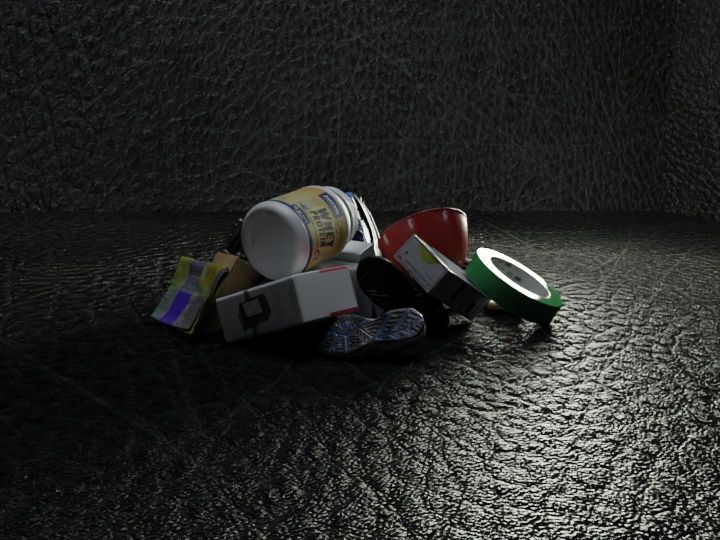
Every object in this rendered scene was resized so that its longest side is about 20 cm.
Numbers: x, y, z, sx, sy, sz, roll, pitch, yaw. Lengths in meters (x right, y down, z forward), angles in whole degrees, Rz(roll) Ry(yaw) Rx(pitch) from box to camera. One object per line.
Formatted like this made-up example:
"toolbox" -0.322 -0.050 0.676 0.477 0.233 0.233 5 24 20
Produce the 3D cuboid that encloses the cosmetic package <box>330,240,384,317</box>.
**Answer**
"cosmetic package" -0.048 0.009 1.736 0.200 0.151 0.052 10 35 37

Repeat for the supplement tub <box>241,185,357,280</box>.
"supplement tub" -0.108 -0.075 1.565 0.144 0.145 0.200 7 21 31

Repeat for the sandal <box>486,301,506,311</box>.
"sandal" 0.311 0.053 1.820 0.080 0.054 0.200 3 10 7

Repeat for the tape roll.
"tape roll" 0.308 0.031 1.707 0.200 0.048 0.201 28 19 -11

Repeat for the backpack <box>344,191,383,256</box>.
"backpack" -0.042 -0.077 2.007 0.167 0.201 0.163 -15 -9 5

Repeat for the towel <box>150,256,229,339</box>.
"towel" -0.316 0.044 1.563 0.023 0.144 0.200 33 -11 -33

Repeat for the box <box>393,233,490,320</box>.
"box" 0.160 0.016 1.642 0.117 0.060 0.200 49 11 36

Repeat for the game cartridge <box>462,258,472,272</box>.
"game cartridge" 0.253 0.006 1.979 0.133 0.041 0.200 25 -6 -38

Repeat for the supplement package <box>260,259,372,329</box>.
"supplement package" -0.088 0.042 1.644 0.200 0.118 0.117 9 13 40

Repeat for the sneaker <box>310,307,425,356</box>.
"sneaker" 0.014 0.117 1.421 0.199 0.076 0.077 -5 -30 14

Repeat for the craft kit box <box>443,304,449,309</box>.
"craft kit box" 0.140 0.047 1.875 0.197 0.049 0.200 -3 10 -40

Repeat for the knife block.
"knife block" -0.247 0.006 1.577 0.064 0.176 0.200 10 24 44

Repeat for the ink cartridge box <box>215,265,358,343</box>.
"ink cartridge box" -0.129 0.059 1.473 0.200 0.085 0.145 -16 -3 39

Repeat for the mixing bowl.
"mixing bowl" 0.146 -0.035 1.792 0.200 0.109 0.200 -14 -25 -6

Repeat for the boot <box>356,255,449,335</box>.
"boot" 0.076 0.039 1.625 0.211 0.079 0.158 41 9 -10
